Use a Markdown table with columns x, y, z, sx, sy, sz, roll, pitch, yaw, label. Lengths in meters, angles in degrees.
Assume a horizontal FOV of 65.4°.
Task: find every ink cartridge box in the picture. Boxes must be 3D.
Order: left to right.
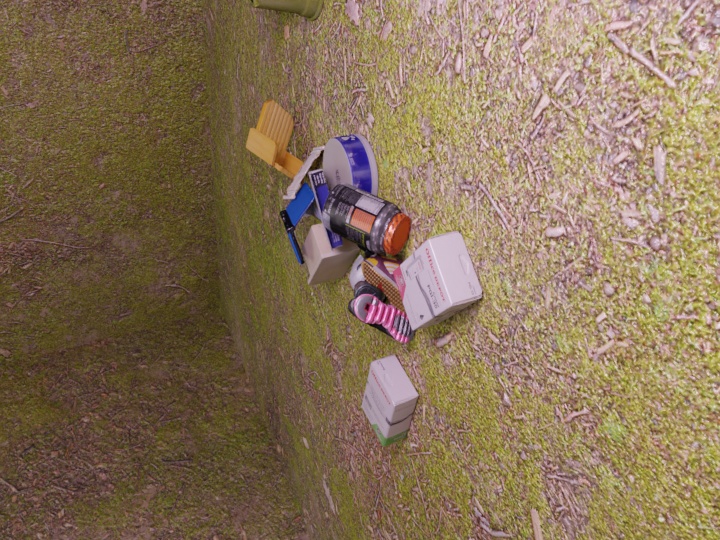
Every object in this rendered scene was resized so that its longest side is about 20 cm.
| x | y | z | sx | sy | sz | roll | pitch | yaw | label |
| --- | --- | --- | --- | --- | --- | --- | --- | --- | --- |
| -0.091 | -0.164 | 1.478 | 0.200 | 0.039 | 0.206 | -118 | 12 | -77 | ink cartridge box |
| 0.078 | 0.360 | 1.550 | 0.147 | 0.082 | 0.204 | 56 | 149 | 39 | ink cartridge box |
| 0.159 | 0.026 | 1.205 | 0.200 | 0.080 | 0.151 | -47 | 59 | 62 | ink cartridge box |

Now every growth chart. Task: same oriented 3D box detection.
| x | y | z | sx | sy | sz | roll | pitch | yaw | label |
| --- | --- | --- | --- | --- | --- | --- | --- | --- | --- |
| -0.178 | -0.302 | 1.738 | 0.203 | 0.017 | 0.145 | -58 | 20 | 2 | growth chart |

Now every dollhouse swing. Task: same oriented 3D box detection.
| x | y | z | sx | sy | sz | roll | pitch | yaw | label |
| --- | --- | --- | --- | --- | --- | --- | --- | --- | --- |
| -0.246 | -0.419 | 1.827 | 0.180 | 0.199 | 0.179 | 34 | 94 | 27 | dollhouse swing |

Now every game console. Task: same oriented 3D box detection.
| x | y | z | sx | sy | sz | roll | pitch | yaw | label |
| --- | --- | --- | --- | --- | --- | --- | --- | --- | --- |
| -0.171 | -0.144 | 1.681 | 0.201 | 0.115 | 0.175 | -123 | 12 | -66 | game console |

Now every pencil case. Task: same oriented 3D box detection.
| x | y | z | sx | sy | sz | roll | pitch | yaw | label |
| --- | --- | --- | --- | --- | --- | --- | --- | --- | --- |
| -0.147 | -0.211 | 1.779 | 0.199 | 0.081 | 0.094 | 20 | 98 | 61 | pencil case |

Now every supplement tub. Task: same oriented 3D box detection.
| x | y | z | sx | sy | sz | roll | pitch | yaw | label |
| --- | --- | --- | --- | --- | --- | --- | --- | --- | --- |
| 0.015 | -0.121 | 1.344 | 0.196 | 0.122 | 0.126 | 27 | 131 | 25 | supplement tub |

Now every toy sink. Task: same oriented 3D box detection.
| x | y | z | sx | sy | sz | roll | pitch | yaw | label |
| --- | --- | --- | --- | --- | --- | --- | --- | --- | --- |
| -0.098 | -0.057 | 1.693 | 0.115 | 0.127 | 0.201 | 68 | 156 | 18 | toy sink |

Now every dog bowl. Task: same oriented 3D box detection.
| x | y | z | sx | sy | sz | roll | pitch | yaw | label |
| --- | --- | --- | --- | --- | --- | --- | --- | --- | --- |
| -0.029 | -0.256 | 1.500 | 0.200 | 0.077 | 0.206 | 42 | 138 | 53 | dog bowl |

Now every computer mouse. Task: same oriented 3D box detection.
| x | y | z | sx | sy | sz | roll | pitch | yaw | label |
| --- | --- | --- | --- | --- | --- | --- | --- | --- | --- |
| 0.000 | 0.000 | 1.600 | 0.111 | 0.043 | 0.203 | 61 | 151 | 35 | computer mouse |

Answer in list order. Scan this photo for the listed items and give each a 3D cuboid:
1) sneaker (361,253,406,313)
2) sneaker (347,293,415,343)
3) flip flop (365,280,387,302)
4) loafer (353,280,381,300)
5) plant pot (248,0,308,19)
| x | y | z | sx | sy | sz | roll | pitch | yaw | label |
| --- | --- | --- | --- | --- | --- | --- | --- | --- | --- |
| 0.088 | 0.019 | 1.365 | 0.200 | 0.089 | 0.076 | 43 | 150 | 34 | sneaker |
| 0.050 | 0.118 | 1.394 | 0.094 | 0.197 | 0.081 | -8 | 54 | 59 | sneaker |
| 0.033 | 0.058 | 1.538 | 0.083 | 0.056 | 0.202 | 63 | 152 | 30 | flip flop |
| 0.025 | 0.087 | 1.470 | 0.063 | 0.071 | 0.201 | 55 | 179 | 44 | loafer |
| -0.215 | -0.793 | 1.531 | 0.200 | 0.179 | 0.207 | 40 | 137 | 52 | plant pot |
